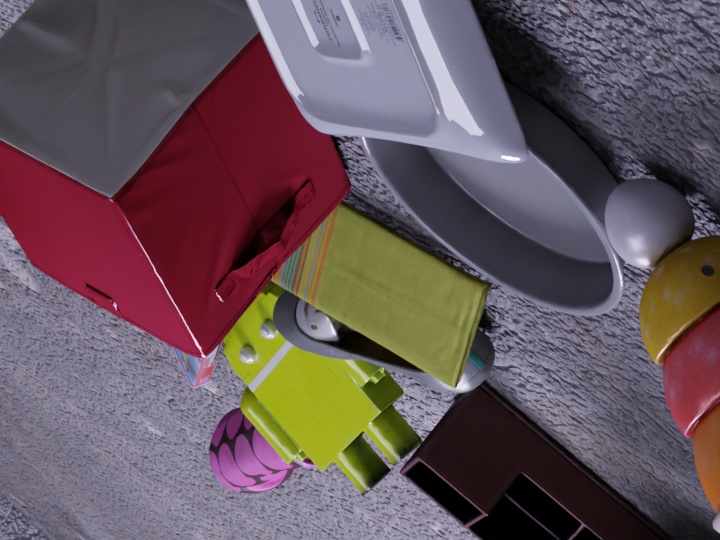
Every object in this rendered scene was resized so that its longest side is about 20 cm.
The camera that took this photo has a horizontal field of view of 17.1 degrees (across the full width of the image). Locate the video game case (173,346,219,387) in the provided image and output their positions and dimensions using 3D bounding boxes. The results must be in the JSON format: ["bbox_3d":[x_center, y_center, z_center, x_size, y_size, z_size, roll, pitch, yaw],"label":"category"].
[{"bbox_3d":[-0.147,0.002,1.899,0.143,0.017,0.200,64,164,13],"label":"video game case"}]

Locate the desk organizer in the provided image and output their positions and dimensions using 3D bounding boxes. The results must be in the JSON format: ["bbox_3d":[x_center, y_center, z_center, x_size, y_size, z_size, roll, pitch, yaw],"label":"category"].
[{"bbox_3d":[0.132,0.179,1.795,0.200,0.077,0.072,40,161,0],"label":"desk organizer"}]

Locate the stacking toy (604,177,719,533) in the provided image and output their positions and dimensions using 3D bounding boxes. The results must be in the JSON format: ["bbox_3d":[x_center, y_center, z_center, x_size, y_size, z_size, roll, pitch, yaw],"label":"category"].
[{"bbox_3d":[0.199,0.032,1.306,0.200,0.146,0.146,51,164,14],"label":"stacking toy"}]

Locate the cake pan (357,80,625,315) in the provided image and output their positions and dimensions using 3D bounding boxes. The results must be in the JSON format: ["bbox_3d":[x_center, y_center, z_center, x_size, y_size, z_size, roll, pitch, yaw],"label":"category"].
[{"bbox_3d":[0.084,-0.053,1.428,0.200,0.037,0.200,35,161,14],"label":"cake pan"}]

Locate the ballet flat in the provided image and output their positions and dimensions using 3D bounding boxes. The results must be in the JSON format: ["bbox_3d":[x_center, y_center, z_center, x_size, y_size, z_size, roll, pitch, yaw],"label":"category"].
[{"bbox_3d":[0.007,0.034,1.720,0.200,0.068,0.064,17,163,36],"label":"ballet flat"}]

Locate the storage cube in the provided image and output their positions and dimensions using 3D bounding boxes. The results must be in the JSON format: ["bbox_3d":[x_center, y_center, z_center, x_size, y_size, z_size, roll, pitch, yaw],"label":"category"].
[{"bbox_3d":[-0.142,-0.083,1.581,0.200,0.171,0.180,28,157,32],"label":"storage cube"}]

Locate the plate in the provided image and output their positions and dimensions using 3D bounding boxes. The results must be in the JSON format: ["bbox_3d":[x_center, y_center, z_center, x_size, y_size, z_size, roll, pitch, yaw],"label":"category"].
[{"bbox_3d":[-0.009,-0.147,1.333,0.200,0.032,0.200,13,133,52],"label":"plate"}]

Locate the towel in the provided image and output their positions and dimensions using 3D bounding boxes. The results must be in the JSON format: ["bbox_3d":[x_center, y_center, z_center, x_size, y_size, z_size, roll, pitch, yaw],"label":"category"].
[{"bbox_3d":[0.000,0.000,1.669,0.200,0.018,0.086,30,121,26],"label":"towel"}]

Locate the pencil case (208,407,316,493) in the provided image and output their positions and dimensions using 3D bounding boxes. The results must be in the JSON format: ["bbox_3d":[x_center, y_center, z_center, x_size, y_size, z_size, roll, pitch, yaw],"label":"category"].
[{"bbox_3d":[-0.062,0.141,2.064,0.093,0.091,0.200,11,167,-17],"label":"pencil case"}]

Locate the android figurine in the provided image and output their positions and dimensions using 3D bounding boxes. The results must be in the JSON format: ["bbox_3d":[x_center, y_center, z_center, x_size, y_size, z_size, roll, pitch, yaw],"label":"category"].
[{"bbox_3d":[-0.041,0.083,1.888,0.200,0.041,0.182,48,144,3],"label":"android figurine"}]
